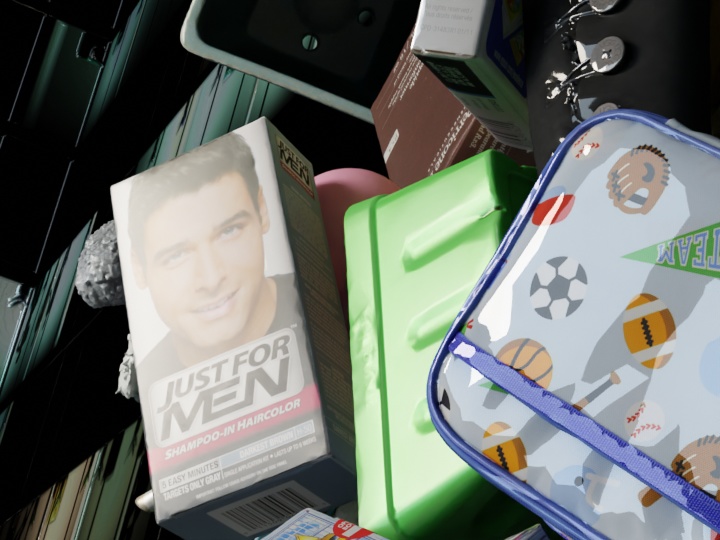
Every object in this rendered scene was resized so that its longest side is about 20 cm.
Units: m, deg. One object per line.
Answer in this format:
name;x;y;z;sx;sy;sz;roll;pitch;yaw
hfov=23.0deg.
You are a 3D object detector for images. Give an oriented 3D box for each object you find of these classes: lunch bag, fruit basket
lunch bag;0.127;0.045;0.622;0.200;0.076;0.160;34;92;38
fruit basket;0.054;0.073;0.854;0.216;0.155;0.216;-39;41;45

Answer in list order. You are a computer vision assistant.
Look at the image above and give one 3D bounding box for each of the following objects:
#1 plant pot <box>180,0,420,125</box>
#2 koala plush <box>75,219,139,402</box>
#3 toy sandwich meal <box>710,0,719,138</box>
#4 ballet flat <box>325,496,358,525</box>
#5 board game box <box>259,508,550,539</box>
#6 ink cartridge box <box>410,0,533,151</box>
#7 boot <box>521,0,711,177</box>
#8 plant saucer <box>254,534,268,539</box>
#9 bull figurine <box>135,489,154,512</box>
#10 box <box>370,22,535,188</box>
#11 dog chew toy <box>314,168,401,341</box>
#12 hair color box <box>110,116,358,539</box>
plant pot;-0.016;-0.217;1.347;0.200;0.195;0.197;-166;96;-83
koala plush;-0.085;0.044;1.126;0.184;0.177;0.200;-35;23;26
toy sandwich meal;0.153;-0.134;0.908;0.205;0.070;0.205;-57;21;35
ballet flat;-0.005;0.205;0.920;0.072;0.072;0.200;-106;31;-63
board game box;0.032;0.180;0.710;0.062;0.200;0.200;-32;-5;-33
ink cartridge box;0.089;-0.180;0.918;0.198;0.047;0.201;28;-107;-70
boot;0.146;-0.071;0.769;0.164;0.066;0.200;-16;48;27
plant saucer;-0.016;0.219;0.995;0.070;0.019;0.200;-58;40;33
bull figurine;-0.054;0.092;0.981;0.065;0.200;0.122;-7;-59;-64
box;0.067;-0.090;1.122;0.100;0.075;0.200;-62;20;22
dog chew toy;0.000;0.000;0.999;0.125;0.200;0.125;-53;-23;-34
hair color box;-0.062;0.031;0.909;0.099;0.061;0.200;-23;57;16
